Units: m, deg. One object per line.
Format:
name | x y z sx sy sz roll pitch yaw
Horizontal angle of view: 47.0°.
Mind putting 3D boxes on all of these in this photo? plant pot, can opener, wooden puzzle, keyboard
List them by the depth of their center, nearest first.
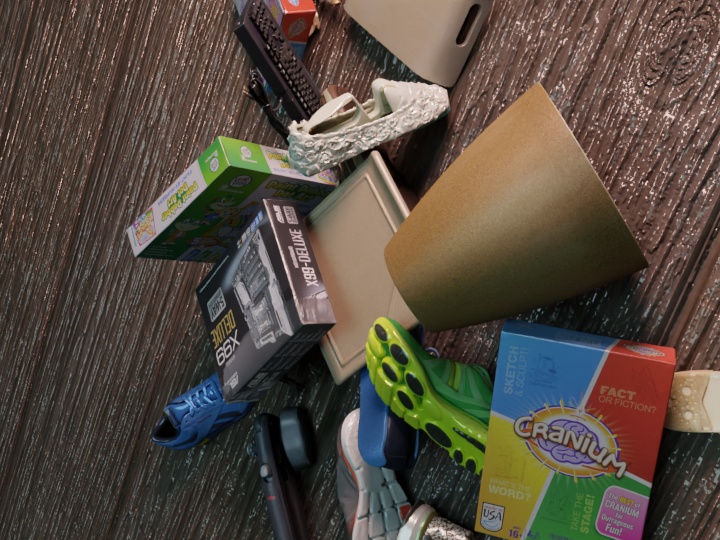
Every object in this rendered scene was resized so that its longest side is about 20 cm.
plant pot | 0.126 -0.034 0.751 0.198 0.186 0.189 -32 66 15
wooden puzzle | 0.000 0.000 0.918 0.200 0.037 0.187 -42 65 35
keyboard | -0.083 -0.206 0.950 0.020 0.201 0.129 -10 47 28
can opener | -0.096 0.275 1.033 0.078 0.063 0.204 -16 77 38

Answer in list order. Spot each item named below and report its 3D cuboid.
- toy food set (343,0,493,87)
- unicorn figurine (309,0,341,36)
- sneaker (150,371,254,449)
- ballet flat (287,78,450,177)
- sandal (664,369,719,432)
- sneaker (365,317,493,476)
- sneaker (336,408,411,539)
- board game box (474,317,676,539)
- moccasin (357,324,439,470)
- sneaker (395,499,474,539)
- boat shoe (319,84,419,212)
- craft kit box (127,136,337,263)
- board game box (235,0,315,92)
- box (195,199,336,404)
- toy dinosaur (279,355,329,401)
toy food set | 0.068 -0.325 0.946 0.200 0.060 0.145 49 128 33
unicorn figurine | -0.052 -0.409 1.030 0.201 0.073 0.139 -50 47 33
sneaker | -0.213 0.186 1.131 0.200 0.078 0.067 -42 61 29
ballet flat | 0.009 -0.167 0.898 0.198 0.072 0.072 -27 64 -10
sandal | 0.330 0.103 0.677 0.209 0.069 0.079 -15 77 39
sneaker | 0.084 0.125 0.852 0.200 0.083 0.074 44 129 5
sneaker | 0.009 0.262 0.955 0.082 0.076 0.204 151 116 -65
board game box | 0.190 0.157 0.751 0.150 0.040 0.204 9 106 16
moccasin | 0.040 0.122 0.919 0.080 0.068 0.203 -20 51 51
sneaker | 0.077 0.355 0.880 0.087 0.076 0.204 8 95 31
boat shoe | -0.007 -0.123 0.974 0.075 0.074 0.204 -39 64 27
craft kit box | -0.149 -0.076 1.013 0.197 0.198 0.049 -40 64 32
board game box | -0.119 -0.357 1.054 0.153 0.040 0.203 123 131 -61
box | -0.117 0.041 0.966 0.200 0.049 0.160 -44 56 43
toy dinosaur | -0.093 0.113 1.027 0.199 0.088 0.048 -21 28 54
